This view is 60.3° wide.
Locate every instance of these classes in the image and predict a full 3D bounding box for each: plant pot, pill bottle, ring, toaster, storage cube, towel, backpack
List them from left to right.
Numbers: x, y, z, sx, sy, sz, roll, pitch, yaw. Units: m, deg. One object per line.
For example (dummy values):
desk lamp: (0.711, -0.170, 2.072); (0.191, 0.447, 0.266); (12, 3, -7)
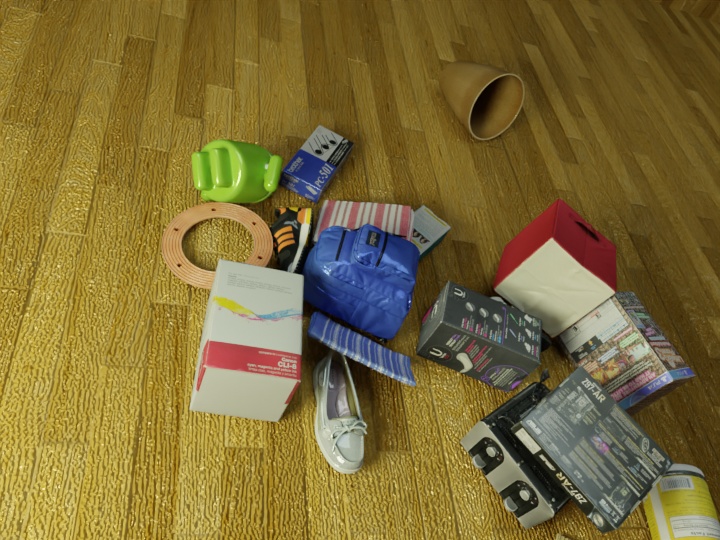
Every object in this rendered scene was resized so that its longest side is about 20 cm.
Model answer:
ring: (-0.260, -0.045, 1.136); (0.199, 0.019, 0.201); (5, 52, -7)
backpack: (0.000, 0.000, 1.136); (0.199, 0.168, 0.163); (21, 34, -5)
towel: (0.002, 0.131, 1.068); (0.199, 0.024, 0.145); (26, 7, -3)
towel: (0.008, -0.088, 1.263); (0.199, 0.030, 0.147); (5, 38, 6)
plant pot: (0.311, -0.487, 1.689); (0.186, 0.187, 0.200); (-11, 44, -31)
toaster: (0.293, 0.302, 1.049); (0.200, 0.119, 0.181); (-23, 66, -36)
storage cube: (0.403, -0.003, 1.281); (0.171, 0.200, 0.180); (39, 36, -5)
pill bottle: (0.553, 0.445, 1.056); (0.111, 0.111, 0.201); (15, 49, -12)

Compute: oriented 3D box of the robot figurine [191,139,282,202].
robot figurine: (-0.234, -0.189, 1.192); (0.200, 0.175, 0.116); (-12, 94, -65)

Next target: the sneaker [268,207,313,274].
sneaker: (-0.145, -0.044, 1.183); (0.090, 0.070, 0.201); (7, 49, 3)

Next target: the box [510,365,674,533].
box: (0.361, 0.274, 0.970); (0.160, 0.044, 0.200); (-33, 71, -26)

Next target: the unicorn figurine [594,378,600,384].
unicorn figurine: (0.410, 0.262, 1.115); (0.073, 0.138, 0.200); (4, 36, 7)

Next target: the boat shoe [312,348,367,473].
boat shoe: (-0.033, 0.224, 1.002); (0.074, 0.065, 0.203); (5, 51, -21)

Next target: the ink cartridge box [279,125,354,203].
ink cartridge box: (-0.094, -0.238, 1.371); (0.094, 0.044, 0.200); (27, 47, 1)

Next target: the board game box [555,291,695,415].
board game box: (0.516, 0.167, 1.225); (0.097, 0.160, 0.201); (1, 52, -39)

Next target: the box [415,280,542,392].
box: (0.222, 0.125, 1.161); (0.199, 0.122, 0.106); (23, 48, -6)

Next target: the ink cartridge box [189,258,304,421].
ink cartridge box: (-0.175, 0.109, 0.977); (0.144, 0.146, 0.201); (11, 50, -16)

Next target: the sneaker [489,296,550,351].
sneaker: (0.294, 0.097, 1.251); (0.199, 0.074, 0.089); (24, 48, -4)

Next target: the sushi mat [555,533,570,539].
sushi mat: (0.325, 0.518, 0.958); (0.095, 0.012, 0.200); (31, 46, 5)

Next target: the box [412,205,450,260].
box: (0.104, -0.058, 1.309); (0.082, 0.049, 0.200); (40, 48, 12)
